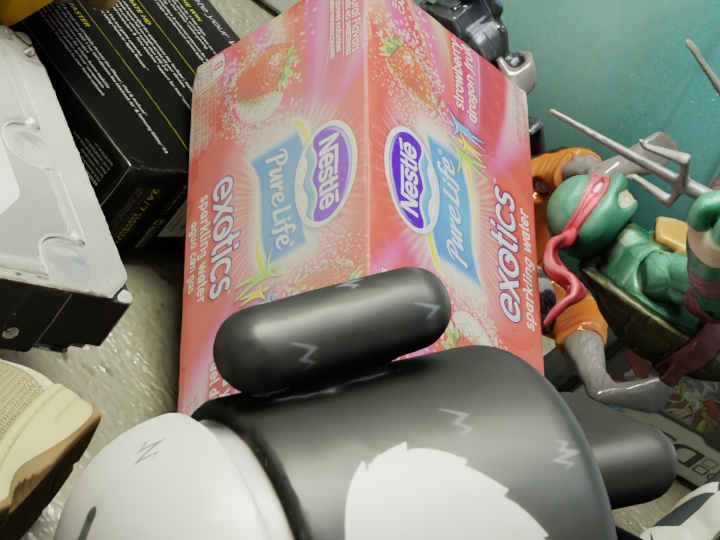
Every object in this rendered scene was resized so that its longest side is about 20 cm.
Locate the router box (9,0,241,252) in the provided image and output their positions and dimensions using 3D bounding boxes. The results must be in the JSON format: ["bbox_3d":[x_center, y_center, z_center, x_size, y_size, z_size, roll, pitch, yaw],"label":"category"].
[{"bbox_3d":[-0.114,-0.094,1.127,0.200,0.051,0.149,52,26,22],"label":"router box"}]

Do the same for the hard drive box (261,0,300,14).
[{"bbox_3d":[-0.043,-0.218,1.394,0.156,0.077,0.200,35,27,-11],"label":"hard drive box"}]

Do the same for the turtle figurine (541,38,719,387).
[{"bbox_3d":[0.143,0.000,1.046,0.200,0.101,0.150,35,26,-6],"label":"turtle figurine"}]

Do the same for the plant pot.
[{"bbox_3d":[0.115,-0.096,1.304,0.188,0.200,0.200,30,23,14],"label":"plant pot"}]

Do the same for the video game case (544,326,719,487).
[{"bbox_3d":[0.207,0.039,1.188,0.180,0.200,0.026,30,43,-21],"label":"video game case"}]

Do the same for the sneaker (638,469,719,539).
[{"bbox_3d":[0.182,0.126,1.093,0.199,0.130,0.080,21,34,-35],"label":"sneaker"}]

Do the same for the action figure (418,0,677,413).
[{"bbox_3d":[0.045,-0.043,1.151,0.104,0.200,0.193,-33,35,-28],"label":"action figure"}]

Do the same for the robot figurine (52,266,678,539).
[{"bbox_3d":[0.003,0.093,0.858,0.199,0.125,0.151,-11,66,-25],"label":"robot figurine"}]

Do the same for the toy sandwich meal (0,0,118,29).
[{"bbox_3d":[-0.140,-0.183,1.007,0.070,0.205,0.205,-20,54,-14],"label":"toy sandwich meal"}]

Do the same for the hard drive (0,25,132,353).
[{"bbox_3d":[-0.182,-0.044,0.921,0.200,0.038,0.140,13,40,-39],"label":"hard drive"}]

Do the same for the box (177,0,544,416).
[{"bbox_3d":[0.000,0.000,1.019,0.103,0.095,0.200,36,38,-34],"label":"box"}]

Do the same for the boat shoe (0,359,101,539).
[{"bbox_3d":[-0.141,0.069,0.822,0.064,0.071,0.200,37,15,2],"label":"boat shoe"}]
